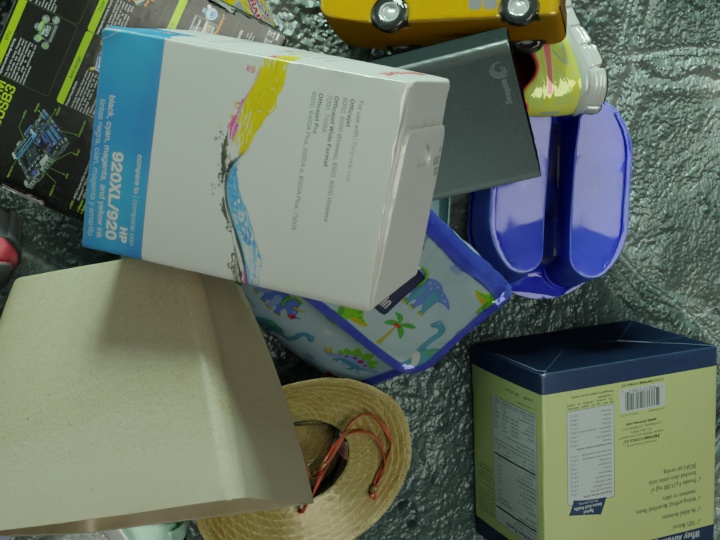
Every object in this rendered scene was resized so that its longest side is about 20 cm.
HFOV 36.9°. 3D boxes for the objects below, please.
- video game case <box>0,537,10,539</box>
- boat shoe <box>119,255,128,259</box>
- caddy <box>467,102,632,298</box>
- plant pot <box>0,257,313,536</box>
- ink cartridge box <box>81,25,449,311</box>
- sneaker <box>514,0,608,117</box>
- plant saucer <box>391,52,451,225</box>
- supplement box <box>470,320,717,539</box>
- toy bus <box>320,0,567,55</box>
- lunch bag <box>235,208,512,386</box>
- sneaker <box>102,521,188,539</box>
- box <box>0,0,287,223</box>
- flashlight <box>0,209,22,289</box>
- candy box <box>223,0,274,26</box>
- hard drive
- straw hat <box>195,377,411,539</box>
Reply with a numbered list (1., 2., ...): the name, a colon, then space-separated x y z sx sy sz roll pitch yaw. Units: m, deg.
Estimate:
1. video game case: -0.349 0.182 0.815 0.200 0.045 0.182 34 83 -55
2. boat shoe: -0.166 -0.089 0.886 0.074 0.062 0.201 4 101 -8
3. caddy: 0.175 -0.074 1.011 0.140 0.105 0.201 5 89 -3
4. plant pot: -0.159 0.093 0.789 0.199 0.200 0.178 -9 76 10
5. ink cartridge box: -0.056 -0.074 0.719 0.199 0.147 0.146 12 103 12
6. sneaker: 0.138 -0.217 0.948 0.090 0.078 0.201 -17 64 -13
7. plant saucer: 0.053 -0.115 1.000 0.070 0.019 0.201 0 99 -23
8. supplement box: 0.226 0.169 1.053 0.199 0.134 0.201 -6 101 -22
9. toy bus: 0.070 -0.226 0.899 0.199 0.065 0.079 1 78 16
10. lunch bag: 0.000 0.000 0.887 0.170 0.200 0.128 40 48 -25
11. sneaker: -0.154 0.211 0.932 0.118 0.074 0.201 -33 107 -8
12. box: -0.182 -0.132 0.819 0.192 0.048 0.201 24 99 -10
13. flashlight: -0.289 0.046 0.797 0.067 0.068 0.201 5 58 -19
14. candy box: -0.122 -0.239 0.871 0.102 0.026 0.201 -49 122 -57
15. hard drive: 0.042 -0.117 0.908 0.199 0.033 0.140 -12 132 12
16. straw hat: -0.062 0.161 0.955 0.200 0.085 0.202 -10 116 -21
